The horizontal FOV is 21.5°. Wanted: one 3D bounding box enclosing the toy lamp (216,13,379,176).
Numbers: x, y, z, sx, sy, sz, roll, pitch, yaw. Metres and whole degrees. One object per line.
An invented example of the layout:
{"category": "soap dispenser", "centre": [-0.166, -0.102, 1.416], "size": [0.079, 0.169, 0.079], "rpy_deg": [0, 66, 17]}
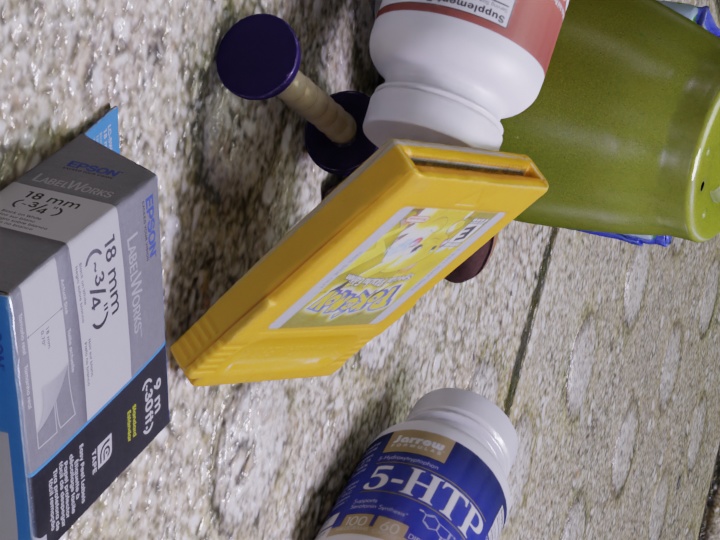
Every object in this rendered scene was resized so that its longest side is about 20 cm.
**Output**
{"category": "toy lamp", "centre": [-0.028, -0.101, 1.172], "size": [0.200, 0.058, 0.058], "rpy_deg": [36, 66, -66]}

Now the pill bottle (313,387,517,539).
{"category": "pill bottle", "centre": [0.044, 0.183, 1.411], "size": [0.200, 0.119, 0.120], "rpy_deg": [-57, 150, -47]}

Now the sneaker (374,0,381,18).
{"category": "sneaker", "centre": [0.080, -0.232, 1.357], "size": [0.074, 0.082, 0.200], "rpy_deg": [76, 31, -50]}

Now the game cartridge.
{"category": "game cartridge", "centre": [0.000, 0.000, 1.125], "size": [0.200, 0.032, 0.176], "rpy_deg": [-44, 159, 23]}

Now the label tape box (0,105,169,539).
{"category": "label tape box", "centre": [-0.137, 0.024, 0.925], "size": [0.200, 0.063, 0.145], "rpy_deg": [-48, 144, -54]}

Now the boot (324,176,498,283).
{"category": "boot", "centre": [0.031, -0.031, 1.381], "size": [0.166, 0.072, 0.200], "rpy_deg": [-48, 146, -35]}

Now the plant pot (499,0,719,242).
{"category": "plant pot", "centre": [0.167, -0.108, 1.290], "size": [0.200, 0.192, 0.201], "rpy_deg": [-40, 140, -44]}

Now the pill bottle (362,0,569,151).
{"category": "pill bottle", "centre": [0.071, -0.166, 1.180], "size": [0.112, 0.112, 0.201], "rpy_deg": [47, 59, -66]}

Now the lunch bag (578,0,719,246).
{"category": "lunch bag", "centre": [0.200, -0.131, 1.603], "size": [0.127, 0.169, 0.201], "rpy_deg": [17, 86, -70]}
